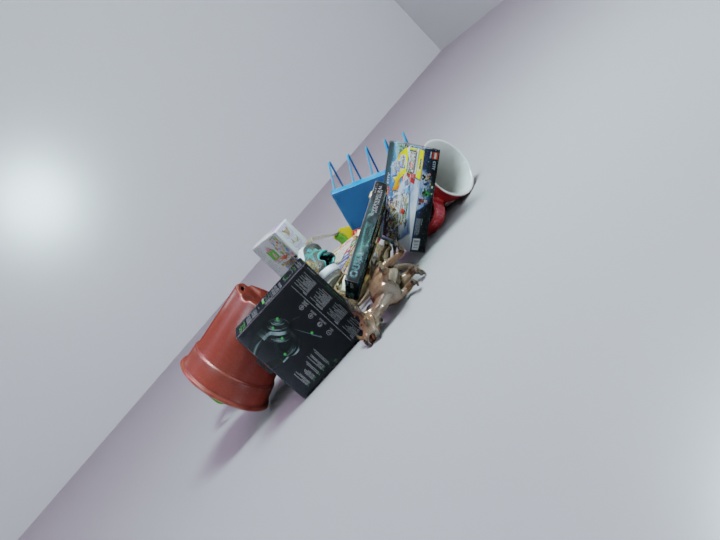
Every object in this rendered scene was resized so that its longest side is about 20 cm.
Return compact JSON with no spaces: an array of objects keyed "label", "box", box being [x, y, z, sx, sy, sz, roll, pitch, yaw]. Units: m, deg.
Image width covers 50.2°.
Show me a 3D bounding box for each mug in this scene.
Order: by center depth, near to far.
[{"label":"mug","box":[0.115,-0.153,1.605,0.200,0.133,0.178,-38,12,48]}]

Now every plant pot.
[{"label":"plant pot","box":[-0.229,0.145,1.545,0.196,0.200,0.201,-61,10,9]}]

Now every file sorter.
[{"label":"file sorter","box":[0.040,-0.210,1.759,0.199,0.139,0.123,-20,53,10]}]

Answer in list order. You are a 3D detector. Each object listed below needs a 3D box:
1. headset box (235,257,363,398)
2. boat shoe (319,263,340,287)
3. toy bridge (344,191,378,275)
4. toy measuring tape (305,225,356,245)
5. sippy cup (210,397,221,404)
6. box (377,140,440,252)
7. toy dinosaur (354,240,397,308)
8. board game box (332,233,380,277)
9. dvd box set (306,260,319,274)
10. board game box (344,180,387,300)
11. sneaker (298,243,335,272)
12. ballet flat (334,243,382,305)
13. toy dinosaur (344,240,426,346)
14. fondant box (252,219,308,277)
[{"label":"headset box","box":[-0.113,0.111,1.426,0.200,0.174,0.093,-48,13,-2]},{"label":"boat shoe","box":[-0.089,0.079,1.653,0.073,0.065,0.201,-7,-48,-58]},{"label":"toy bridge","box":[0.013,-0.061,1.593,0.027,0.067,0.201,8,69,23]},{"label":"toy measuring tape","box":[-0.041,-0.068,1.908,0.199,0.074,0.073,-16,-8,-35]},{"label":"sippy cup","box":[-0.277,0.220,1.782,0.130,0.139,0.179,-3,83,58]},{"label":"box","box":[0.092,-0.148,1.517,0.136,0.037,0.201,29,115,59]},{"label":"toy dinosaur","box":[0.037,0.011,1.563,0.201,0.058,0.101,-62,1,-27]},{"label":"board game box","box":[-0.040,-0.009,1.779,0.151,0.046,0.200,-36,16,41]},{"label":"dvd box set","box":[-0.129,0.100,1.596,0.146,0.029,0.201,-36,52,42]},{"label":"board game box","box":[0.011,-0.054,1.463,0.135,0.028,0.201,90,-164,-74]},{"label":"sneaker","box":[-0.094,-0.017,1.752,0.091,0.078,0.200,-28,20,14]},{"label":"ballet flat","box":[0.000,0.000,1.632,0.065,0.070,0.201,88,-157,-52]},{"label":"toy dinosaur","box":[0.039,0.033,1.385,0.136,0.086,0.200,-48,4,31]},{"label":"fondant box","box":[-0.169,-0.024,1.992,0.144,0.200,0.058,-29,21,54]}]
